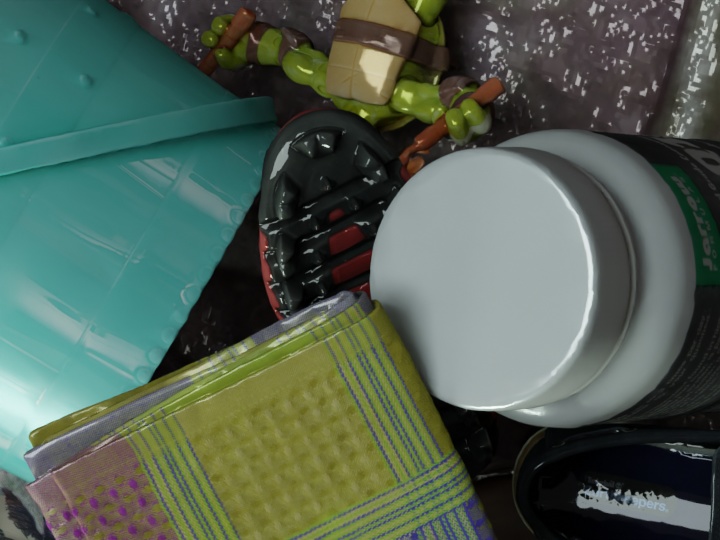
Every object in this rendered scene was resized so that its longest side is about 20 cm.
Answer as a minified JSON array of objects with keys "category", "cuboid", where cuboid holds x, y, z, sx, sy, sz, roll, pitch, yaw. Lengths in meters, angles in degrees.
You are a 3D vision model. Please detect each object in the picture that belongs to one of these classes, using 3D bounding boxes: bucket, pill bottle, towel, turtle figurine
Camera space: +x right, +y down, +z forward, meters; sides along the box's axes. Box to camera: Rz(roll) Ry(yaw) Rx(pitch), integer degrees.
[{"category":"bucket","cuboid":[-0.129,-0.017,1.210,0.135,0.207,0.207,31,108,-5]},{"category":"pill bottle","cuboid":[0.094,0.003,1.151,0.113,0.200,0.114,1,91,31]},{"category":"towel","cuboid":[-0.018,0.115,1.093,0.143,0.023,0.200,-27,107,2]},{"category":"turtle figurine","cuboid":[0.019,-0.101,1.275,0.200,0.064,0.162,18,90,41]}]

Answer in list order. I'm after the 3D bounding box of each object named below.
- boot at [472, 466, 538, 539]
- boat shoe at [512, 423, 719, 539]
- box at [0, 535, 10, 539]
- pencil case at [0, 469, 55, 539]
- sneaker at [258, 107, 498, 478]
[{"category":"boot","cuboid":[-0.004,0.135,1.194,0.186,0.200,0.064,-25,84,10]},{"category":"boat shoe","cuboid":[0.154,0.096,1.181,0.199,0.062,0.075,7,93,14]},{"category":"box","cuboid":[-0.219,0.064,1.426,0.158,0.048,0.200,42,110,24]},{"category":"pencil case","cuboid":[-0.140,0.078,1.317,0.199,0.078,0.090,20,137,1]},{"category":"sneaker","cuboid":[0.000,0.000,1.208,0.071,0.201,0.098,-20,44,2]}]
